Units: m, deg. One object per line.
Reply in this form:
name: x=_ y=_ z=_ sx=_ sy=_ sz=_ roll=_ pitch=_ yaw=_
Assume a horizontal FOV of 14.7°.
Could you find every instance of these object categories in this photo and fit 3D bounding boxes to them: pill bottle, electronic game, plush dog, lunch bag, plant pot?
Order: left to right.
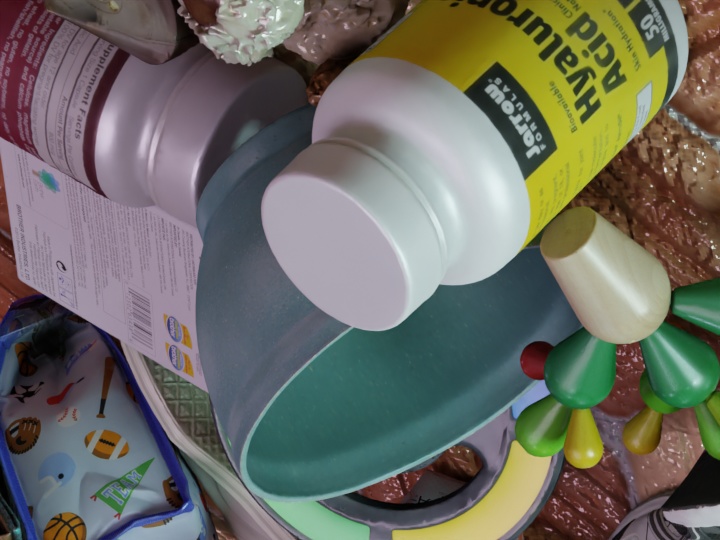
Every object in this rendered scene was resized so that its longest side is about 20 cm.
lunch bag: x=-0.164 y=0.135 z=1.717 sx=0.170 sy=0.123 sz=0.201 roll=78 pitch=170 yaw=-51
pill bottle: x=-0.133 y=-0.104 z=1.469 sx=0.199 sy=0.114 sz=0.115 roll=29 pitch=143 yaw=25
plush dog: x=-0.022 y=-0.169 z=1.283 sx=0.172 sy=0.159 sz=0.201 roll=83 pitch=167 yaw=-61
plant pot: x=0.000 y=0.000 z=1.362 sx=0.135 sy=0.199 sz=0.201 roll=59 pitch=153 yaw=25
electronic game: x=0.014 y=0.072 z=1.488 sx=0.199 sy=0.042 sz=0.201 roll=7 pitch=116 yaw=15
pill bottle: x=0.048 y=-0.064 z=1.229 sx=0.111 sy=0.200 sz=0.112 roll=29 pitch=143 yaw=24

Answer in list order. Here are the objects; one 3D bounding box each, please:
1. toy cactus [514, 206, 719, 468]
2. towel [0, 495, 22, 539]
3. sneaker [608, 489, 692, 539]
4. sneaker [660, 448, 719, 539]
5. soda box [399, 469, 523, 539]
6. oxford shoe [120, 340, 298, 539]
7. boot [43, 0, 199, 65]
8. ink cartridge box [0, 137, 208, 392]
toy cactus: x=0.144 y=0.025 z=1.297 sx=0.199 sy=0.103 sz=0.165 roll=-12 pitch=135 yaw=37
towel: x=-0.228 y=0.139 z=1.670 sx=0.200 sy=0.022 sz=0.147 roll=51 pitch=162 yaw=43
sneaker: x=0.181 y=0.165 z=1.423 sx=0.199 sy=0.088 sz=0.076 roll=-9 pitch=120 yaw=53
sneaker: x=0.230 y=0.116 z=1.325 sx=0.200 sy=0.080 sz=0.087 roll=-12 pitch=117 yaw=54
soda box: x=0.059 y=0.214 z=1.622 sx=0.063 sy=0.068 sz=0.201 roll=16 pitch=136 yaw=29
oxford shoe: x=-0.084 y=0.097 z=1.661 sx=0.058 sy=0.075 sz=0.200 roll=-15 pitch=118 yaw=52
boot: x=-0.127 y=-0.170 z=1.319 sx=0.186 sy=0.200 sz=0.064 roll=42 pitch=108 yaw=7
ink cartridge box: x=-0.102 y=-0.016 z=1.560 sx=0.199 sy=0.076 sz=0.137 roll=30 pitch=144 yaw=26
